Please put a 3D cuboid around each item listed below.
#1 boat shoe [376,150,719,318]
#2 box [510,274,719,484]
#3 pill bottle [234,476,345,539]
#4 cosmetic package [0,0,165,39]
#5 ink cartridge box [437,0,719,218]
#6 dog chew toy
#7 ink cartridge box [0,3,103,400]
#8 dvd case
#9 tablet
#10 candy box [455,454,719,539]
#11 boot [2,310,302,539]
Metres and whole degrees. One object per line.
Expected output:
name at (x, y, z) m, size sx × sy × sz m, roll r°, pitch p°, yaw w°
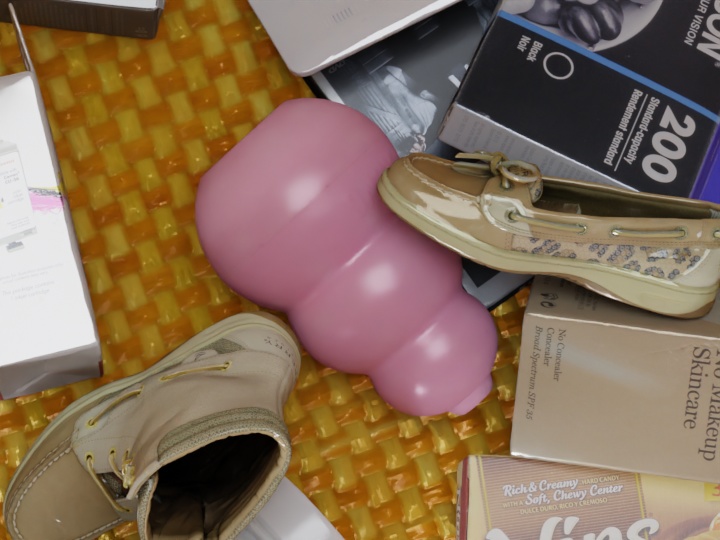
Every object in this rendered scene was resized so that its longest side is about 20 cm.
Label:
boat shoe at (0.108, -0.033, 1.586) m, size 0.199 × 0.073 × 0.063 m, roll 16°, pitch 115°, yaw -11°
box at (0.189, 0.063, 1.626) m, size 0.199 × 0.078 × 0.095 m, roll 6°, pitch 111°, yaw 7°
pill bottle at (-0.095, 0.207, 1.593) m, size 0.200 × 0.113 × 0.113 m, roll -42°, pitch 85°, yaw -10°
cosmetic package at (-0.209, -0.201, 1.672) m, size 0.199 × 0.090 × 0.107 m, roll 5°, pitch 82°, yaw -6°
ink cartridge box at (0.170, -0.115, 1.673) m, size 0.200 × 0.043 × 0.199 m, roll 26°, pitch 59°, yaw -2°
dog chew toy at (0.000, 0.000, 1.637) m, size 0.125 × 0.125 × 0.200 m, roll -42°, pitch 93°, yaw -10°
ink cartridge box at (-0.198, -0.037, 1.628) m, size 0.067 × 0.116 × 0.201 m, roll -13°, pitch 80°, yaw -6°
dvd case at (0.071, -0.095, 1.704) m, size 0.150 × 0.025 × 0.200 m, roll -35°, pitch 83°, yaw -9°
tablet at (0.026, -0.195, 1.688) m, size 0.200 × 0.014 × 0.130 m, roll -26°, pitch 50°, yaw -5°
candy box at (0.154, 0.168, 1.647) m, size 0.199 × 0.055 × 0.116 m, roll 3°, pitch 80°, yaw -3°
boot at (-0.118, 0.114, 1.568) m, size 0.200 × 0.155 × 0.072 m, roll -35°, pitch 109°, yaw 12°
